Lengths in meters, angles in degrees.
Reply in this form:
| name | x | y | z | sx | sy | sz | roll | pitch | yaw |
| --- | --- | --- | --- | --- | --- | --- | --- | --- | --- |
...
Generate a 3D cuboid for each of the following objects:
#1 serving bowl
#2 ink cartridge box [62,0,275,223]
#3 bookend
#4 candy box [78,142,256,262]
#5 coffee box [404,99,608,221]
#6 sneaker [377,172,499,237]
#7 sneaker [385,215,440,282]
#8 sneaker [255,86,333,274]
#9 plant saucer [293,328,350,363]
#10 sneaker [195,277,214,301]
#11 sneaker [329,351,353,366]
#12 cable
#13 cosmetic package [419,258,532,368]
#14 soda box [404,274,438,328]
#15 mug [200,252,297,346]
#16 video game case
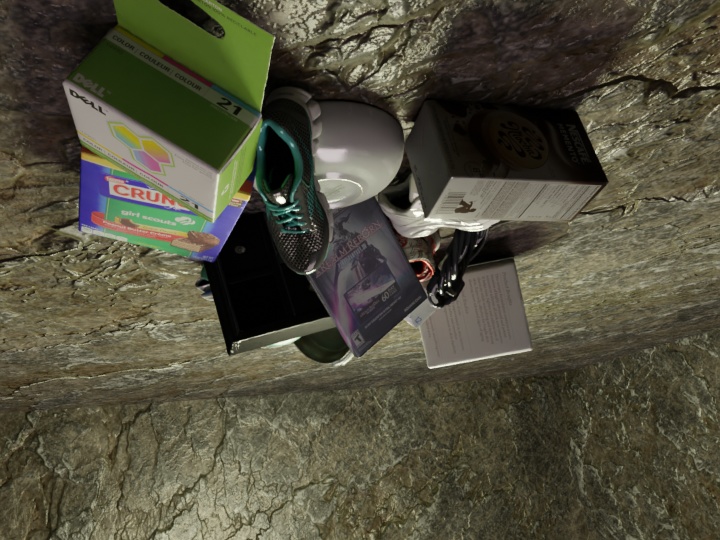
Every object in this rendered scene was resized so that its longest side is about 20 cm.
| name | x | y | z | sx | sy | sz | roll | pitch | yaw |
| --- | --- | --- | --- | --- | --- | --- | --- | --- | --- |
| serving bowl | -0.043 | -0.120 | 0.765 | 0.199 | 0.066 | 0.200 | -6 | 162 | -2 |
| ink cartridge box | -0.160 | -0.142 | 0.524 | 0.148 | 0.076 | 0.200 | 31 | 157 | -3 |
| bookend | -0.122 | 0.000 | 0.950 | 0.199 | 0.199 | 0.092 | -13 | 165 | -19 |
| candy box | -0.220 | -0.092 | 0.721 | 0.169 | 0.077 | 0.200 | 14 | 154 | -19 |
| coffee box | 0.165 | -0.124 | 0.739 | 0.199 | 0.113 | 0.080 | -1 | 149 | -20 |
| sneaker | 0.109 | -0.096 | 0.839 | 0.200 | 0.078 | 0.099 | -15 | 153 | 32 |
| sneaker | 0.090 | -0.027 | 1.030 | 0.067 | 0.108 | 0.201 | -19 | 160 | 16 |
| sneaker | -0.078 | -0.080 | 0.660 | 0.077 | 0.201 | 0.091 | -1 | -155 | 14 |
| plant saucer | -0.067 | 0.063 | 1.128 | 0.200 | 0.201 | 0.032 | -24 | 171 | 42 |
| sneaker | -0.241 | 0.036 | 1.174 | 0.146 | 0.081 | 0.200 | 15 | 157 | -33 |
| sneaker | -0.036 | 0.073 | 1.165 | 0.077 | 0.201 | 0.086 | 10 | 173 | 20 |
| cable | 0.154 | -0.045 | 0.966 | 0.051 | 0.200 | 0.164 | 22 | 128 | 17 |
| cosmetic package | 0.219 | 0.079 | 1.256 | 0.199 | 0.168 | 0.166 | -12 | -178 | 13 |
| soda box | 0.042 | 0.010 | 1.048 | 0.200 | 0.063 | 0.068 | 35 | 108 | -29 |
| mug | -0.157 | 0.050 | 1.047 | 0.185 | 0.152 | 0.114 | -12 | -164 | -33 |
| video game case | 0.000 | 0.000 | 0.887 | 0.143 | 0.200 | 0.019 | -39 | -156 | -22 |
